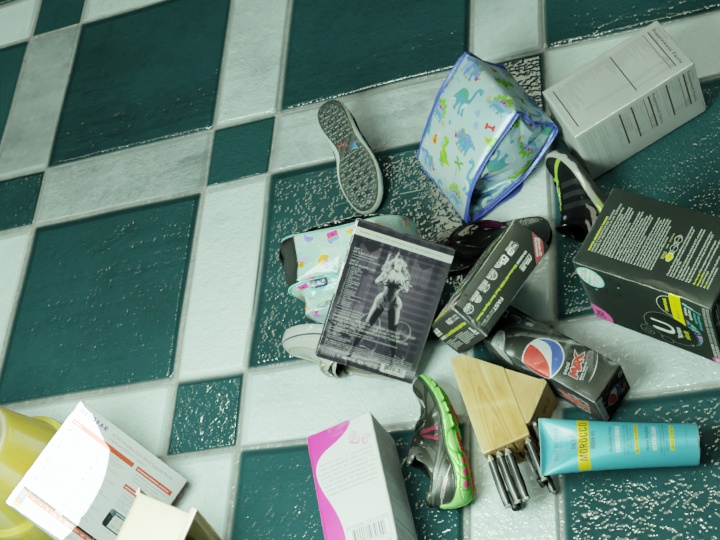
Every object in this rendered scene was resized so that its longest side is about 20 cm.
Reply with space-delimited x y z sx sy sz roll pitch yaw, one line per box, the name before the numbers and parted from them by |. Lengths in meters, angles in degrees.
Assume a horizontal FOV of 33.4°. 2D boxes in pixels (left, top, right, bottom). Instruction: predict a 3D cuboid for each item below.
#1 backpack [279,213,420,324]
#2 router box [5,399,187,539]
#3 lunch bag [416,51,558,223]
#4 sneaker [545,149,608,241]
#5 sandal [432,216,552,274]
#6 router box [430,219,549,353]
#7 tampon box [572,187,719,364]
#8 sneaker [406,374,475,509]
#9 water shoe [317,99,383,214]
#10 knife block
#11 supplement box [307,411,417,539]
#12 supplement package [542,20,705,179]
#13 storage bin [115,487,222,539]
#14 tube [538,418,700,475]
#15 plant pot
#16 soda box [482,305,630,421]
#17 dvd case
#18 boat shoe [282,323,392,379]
backpack | 0.000 0.000 1.766 0.197 0.176 0.156 -21 69 12
router box | -0.382 0.322 1.751 0.199 0.049 0.181 38 76 -4
lunch bag | 0.181 -0.197 1.835 0.201 0.126 0.171 -55 46 24
sneaker | 0.307 -0.095 1.735 0.082 0.072 0.201 -35 51 3
sandal | 0.184 -0.049 1.782 0.197 0.048 0.076 -13 54 18
router box | 0.172 0.027 1.644 0.062 0.200 0.151 37 78 2
tampon box | 0.403 0.006 1.571 0.198 0.150 0.127 21 69 35
sneaker | 0.095 0.229 1.629 0.083 0.077 0.202 -19 52 9
water shoe | -0.006 -0.184 1.955 0.071 0.079 0.203 -23 77 15
knife block | 0.181 0.222 1.597 0.198 0.064 0.177 16 67 33
supplement box | 0.005 0.309 1.605 0.100 0.104 0.202 -22 53 13
supplement package | 0.389 -0.249 1.770 0.198 0.110 0.115 -31 51 6
storage bin | -0.279 0.425 1.616 0.092 0.199 0.202 17 67 15
tube | 0.324 0.220 1.508 0.196 0.051 0.078 -3 51 10
plant pot | -0.539 0.299 1.830 0.198 0.189 0.204 -13 54 19
soda box | 0.260 0.123 1.617 0.199 0.071 0.064 29 75 37
dvd case | 0.034 0.044 1.681 0.016 0.146 0.203 -119 46 -76
boat shoe | -0.032 0.127 1.767 0.197 0.072 0.067 6 60 22
